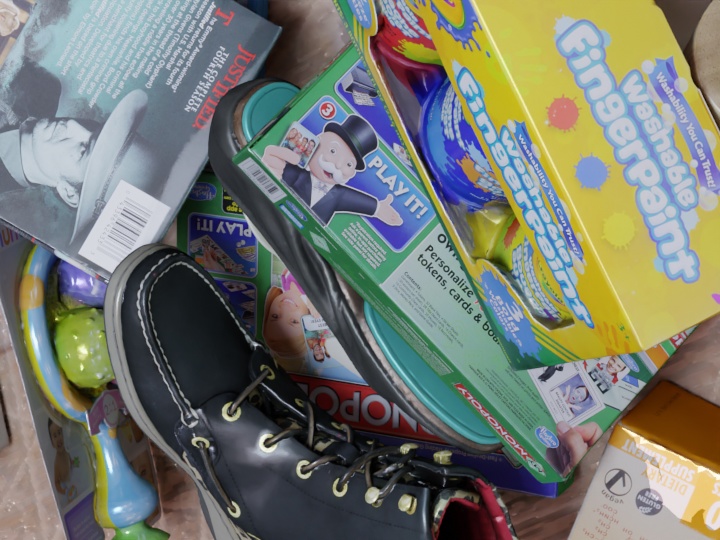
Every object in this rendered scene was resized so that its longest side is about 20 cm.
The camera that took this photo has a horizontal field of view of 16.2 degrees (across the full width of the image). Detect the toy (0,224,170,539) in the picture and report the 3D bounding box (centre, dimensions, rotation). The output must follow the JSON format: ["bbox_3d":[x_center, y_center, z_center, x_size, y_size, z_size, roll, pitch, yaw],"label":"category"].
[{"bbox_3d":[-0.124,0.042,1.229,0.047,0.115,0.200,-6,101,18],"label":"toy"}]

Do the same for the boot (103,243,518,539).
[{"bbox_3d":[-0.019,0.076,1.136,0.154,0.073,0.204,3,128,45],"label":"boot"}]

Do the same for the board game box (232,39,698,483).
[{"bbox_3d":[0.060,-0.024,1.111,0.200,0.135,0.029,47,160,-8],"label":"board game box"}]

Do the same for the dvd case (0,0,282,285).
[{"bbox_3d":[-0.157,-0.099,1.159,0.200,0.022,0.146,29,84,-2],"label":"dvd case"}]

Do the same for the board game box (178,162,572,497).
[{"bbox_3d":[0.007,0.026,1.208,0.200,0.029,0.135,8,106,21],"label":"board game box"}]

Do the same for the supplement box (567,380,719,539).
[{"bbox_3d":[0.148,0.170,1.170,0.126,0.074,0.200,26,113,15],"label":"supplement box"}]

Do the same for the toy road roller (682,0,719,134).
[{"bbox_3d":[0.195,-0.130,1.016,0.200,0.123,0.146,-27,77,-13],"label":"toy road roller"}]

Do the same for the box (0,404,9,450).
[{"bbox_3d":[-0.292,0.080,1.329,0.200,0.082,0.069,-6,101,26],"label":"box"}]

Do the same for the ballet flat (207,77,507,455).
[{"bbox_3d":[0.000,0.000,1.142,0.200,0.068,0.068,55,149,-4],"label":"ballet flat"}]

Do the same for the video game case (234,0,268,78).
[{"bbox_3d":[-0.108,-0.197,1.210,0.143,0.018,0.200,10,107,20],"label":"video game case"}]

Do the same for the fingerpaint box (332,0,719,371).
[{"bbox_3d":[0.069,-0.065,1.015,0.073,0.167,0.200,-27,92,-15],"label":"fingerpaint box"}]

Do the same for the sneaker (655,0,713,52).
[{"bbox_3d":[0.154,-0.065,1.110,0.085,0.073,0.200,-17,86,28],"label":"sneaker"}]
